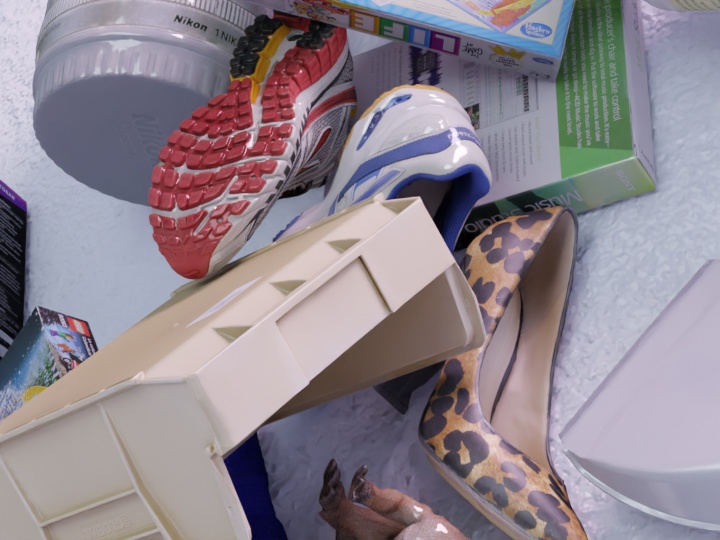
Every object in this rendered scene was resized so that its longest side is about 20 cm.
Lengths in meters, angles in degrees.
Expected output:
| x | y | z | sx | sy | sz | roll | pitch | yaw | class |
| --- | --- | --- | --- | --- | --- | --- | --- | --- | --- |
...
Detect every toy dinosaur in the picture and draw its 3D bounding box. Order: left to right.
| x | y | z | sx | sy | sz | roll | pitch | yaw | class |
| --- | --- | --- | --- | --- | --- | --- | --- | --- | --- |
| 0.035 | 0.159 | 0.906 | 0.087 | 0.135 | 0.200 | -66 | 16 | -12 | toy dinosaur |

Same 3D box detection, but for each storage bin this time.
| x | y | z | sx | sy | sz | roll | pitch | yaw | class |
| --- | --- | --- | --- | --- | --- | --- | --- | --- | --- |
| -0.067 | 0.064 | 0.911 | 0.198 | 0.094 | 0.200 | -23 | 10 | 43 | storage bin |

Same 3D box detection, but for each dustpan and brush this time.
| x | y | z | sx | sy | sz | roll | pitch | yaw | class |
| --- | --- | --- | --- | --- | --- | --- | --- | --- | --- |
| 0.208 | 0.081 | 0.870 | 0.140 | 0.057 | 0.199 | -46 | 39 | -18 | dustpan and brush |

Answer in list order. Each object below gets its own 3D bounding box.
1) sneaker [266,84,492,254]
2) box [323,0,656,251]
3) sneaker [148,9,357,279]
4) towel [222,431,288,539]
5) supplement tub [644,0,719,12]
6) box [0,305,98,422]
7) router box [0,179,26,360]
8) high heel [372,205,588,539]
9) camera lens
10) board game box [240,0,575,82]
| x | y | z | sx | sy | sz | roll | pitch | yaw | class |
| --- | --- | --- | --- | --- | --- | --- | --- | --- | --- |
| 0.000 | 0.000 | 1.007 | 0.201 | 0.075 | 0.088 | -62 | 31 | 21 | sneaker |
| 0.070 | -0.084 | 1.084 | 0.198 | 0.036 | 0.146 | -18 | 52 | 27 | box |
| -0.048 | -0.064 | 1.049 | 0.077 | 0.083 | 0.201 | 4 | 43 | 30 | sneaker |
| -0.107 | 0.168 | 1.029 | 0.147 | 0.050 | 0.201 | -34 | 47 | 13 | towel |
| 0.211 | -0.207 | 0.976 | 0.198 | 0.145 | 0.146 | 4 | 63 | 30 | supplement tub |
| -0.202 | 0.140 | 1.072 | 0.201 | 0.037 | 0.137 | -54 | 38 | 21 | box |
| -0.315 | 0.037 | 1.260 | 0.199 | 0.051 | 0.150 | -24 | 48 | 21 | router box |
| 0.093 | 0.051 | 0.951 | 0.143 | 0.071 | 0.200 | -46 | 40 | 3 | high heel |
| -0.114 | -0.161 | 1.176 | 0.159 | 0.160 | 0.202 | -10 | 56 | 30 | camera lens |
| 0.030 | -0.196 | 1.056 | 0.198 | 0.034 | 0.136 | 15 | 74 | 4 | board game box |
